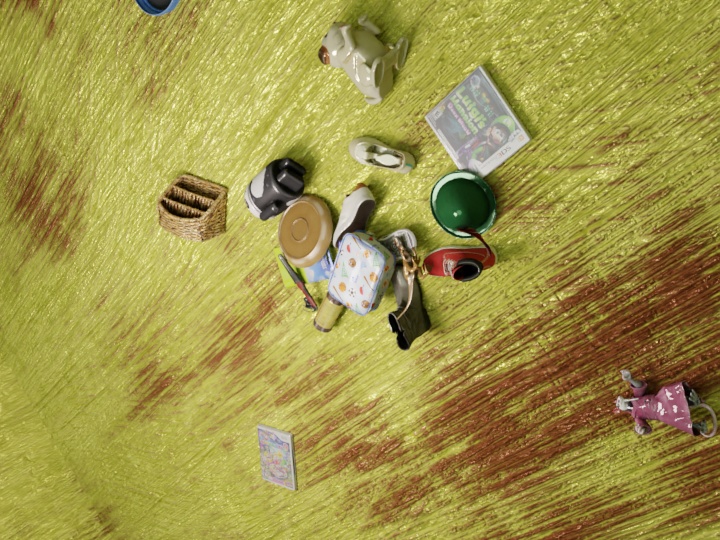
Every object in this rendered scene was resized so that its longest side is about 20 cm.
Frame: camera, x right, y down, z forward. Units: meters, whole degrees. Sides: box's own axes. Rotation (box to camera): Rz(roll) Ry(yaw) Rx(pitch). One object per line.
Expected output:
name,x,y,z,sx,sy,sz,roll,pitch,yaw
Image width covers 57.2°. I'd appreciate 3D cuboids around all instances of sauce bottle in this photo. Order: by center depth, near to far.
sauce bottle,-0.070,0.083,1.837,0.064,0.064,0.202,39,124,16

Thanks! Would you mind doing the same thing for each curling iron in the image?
curling iron,-0.179,0.039,1.860,0.049,0.026,0.202,-14,117,34

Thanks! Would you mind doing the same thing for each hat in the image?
hat,0.211,-0.119,1.499,0.197,0.176,0.168,-17,106,40

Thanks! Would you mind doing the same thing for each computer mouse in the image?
computer mouse,0.077,-0.053,1.710,0.198,0.043,0.112,-18,88,41

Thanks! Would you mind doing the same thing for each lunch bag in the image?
lunch bag,0.000,0.000,1.700,0.159,0.075,0.203,34,118,25

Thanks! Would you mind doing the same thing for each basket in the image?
basket,-0.517,-0.190,1.994,0.197,0.142,0.152,22,117,25

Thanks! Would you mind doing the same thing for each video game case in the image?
video game case,0.265,-0.326,1.504,0.181,0.023,0.202,-37,84,36
video game case,-0.275,0.616,2.180,0.141,0.018,0.205,8,110,32

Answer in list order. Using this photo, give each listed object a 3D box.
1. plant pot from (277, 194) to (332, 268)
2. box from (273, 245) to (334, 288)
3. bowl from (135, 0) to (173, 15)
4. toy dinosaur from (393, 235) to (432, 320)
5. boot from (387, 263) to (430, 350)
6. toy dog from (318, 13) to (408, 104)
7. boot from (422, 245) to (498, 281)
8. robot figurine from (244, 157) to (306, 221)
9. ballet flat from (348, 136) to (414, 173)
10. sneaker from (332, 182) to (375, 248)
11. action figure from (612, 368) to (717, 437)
plant pot,-0.160,-0.110,1.813,0.197,0.027,0.205,-5,81,36
box,-0.147,-0.027,1.862,0.197,0.047,0.125,-11,100,35
bowl,-0.583,-0.837,1.886,0.197,0.039,0.206,11,111,30
toy dinosaur,0.125,0.011,1.618,0.106,0.059,0.205,-27,65,56
boot,0.108,0.091,1.680,0.067,0.130,0.204,-21,94,36
toy dog,-0.003,-0.513,1.569,0.198,0.140,0.195,36,158,17
boot,0.213,-0.009,1.571,0.197,0.144,0.074,-8,104,36
robot figurine,-0.233,-0.223,1.796,0.199,0.150,0.126,-32,93,40
ballet flat,0.041,-0.287,1.640,0.197,0.069,0.071,18,115,28
sneaker,-0.021,-0.146,1.740,0.201,0.071,0.086,-55,43,39
action figure,0.644,0.289,1.434,0.198,0.146,0.137,-12,69,53
